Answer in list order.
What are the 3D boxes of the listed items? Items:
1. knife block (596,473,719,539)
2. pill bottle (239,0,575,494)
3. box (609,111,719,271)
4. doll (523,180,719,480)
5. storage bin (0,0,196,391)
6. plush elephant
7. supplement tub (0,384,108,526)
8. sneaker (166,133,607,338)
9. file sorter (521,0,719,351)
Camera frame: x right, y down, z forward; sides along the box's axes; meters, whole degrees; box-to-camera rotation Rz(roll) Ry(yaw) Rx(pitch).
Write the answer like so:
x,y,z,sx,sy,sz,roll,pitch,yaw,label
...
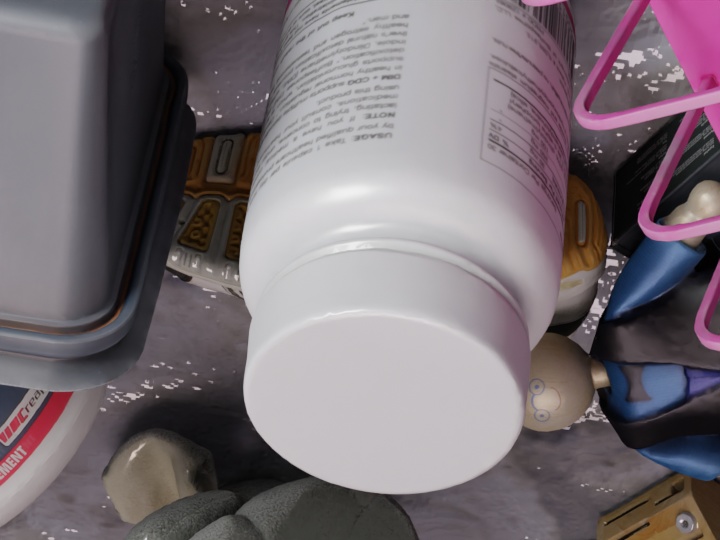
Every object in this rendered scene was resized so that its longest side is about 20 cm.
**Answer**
x,y,z,sx,sy,sz,roll,pitch,yaw,label
0.221,0.181,1.161,0.064,0.176,0.200,-36,77,35,knife block
0.017,-0.026,0.859,0.113,0.200,0.113,4,136,4,pill bottle
0.220,-0.042,0.927,0.160,0.044,0.200,29,133,-21,box
0.151,0.027,0.934,0.200,0.048,0.136,-10,118,13,doll
-0.132,-0.077,0.847,0.145,0.200,0.134,9,126,-1,storage bin
-0.045,0.147,1.096,0.165,0.200,0.155,24,158,-14,plush elephant
-0.211,0.010,0.976,0.140,0.140,0.200,-23,129,29,supplement tub
0.000,0.000,0.983,0.200,0.076,0.088,8,148,9,sneaker
0.140,-0.091,0.785,0.139,0.125,0.200,-15,117,33,file sorter
